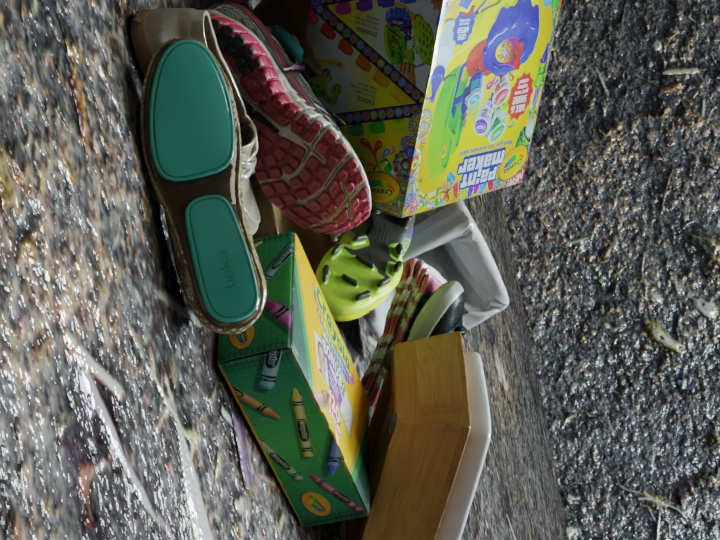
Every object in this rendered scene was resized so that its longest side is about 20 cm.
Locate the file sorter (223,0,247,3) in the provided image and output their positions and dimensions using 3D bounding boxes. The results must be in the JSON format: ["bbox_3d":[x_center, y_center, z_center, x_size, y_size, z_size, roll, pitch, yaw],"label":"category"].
[{"bbox_3d":[-0.079,-0.330,1.352,0.200,0.125,0.140,-87,160,-58],"label":"file sorter"}]

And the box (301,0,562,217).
[{"bbox_3d":[0.055,-0.165,1.310,0.200,0.121,0.194,-19,125,-54],"label":"box"}]

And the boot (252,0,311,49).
[{"bbox_3d":[0.007,-0.196,1.445,0.201,0.144,0.071,42,56,-23],"label":"boot"}]

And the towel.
[{"bbox_3d":[0.028,0.095,1.444,0.201,0.030,0.146,-66,162,-5],"label":"towel"}]

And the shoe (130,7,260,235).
[{"bbox_3d":[-0.104,-0.101,1.147,0.070,0.053,0.201,-90,163,-50],"label":"shoe"}]

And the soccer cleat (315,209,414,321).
[{"bbox_3d":[0.001,0.000,1.365,0.084,0.064,0.200,-63,179,32],"label":"soccer cleat"}]

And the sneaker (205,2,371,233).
[{"bbox_3d":[-0.054,-0.118,1.220,0.201,0.080,0.075,55,27,-13],"label":"sneaker"}]

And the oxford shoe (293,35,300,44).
[{"bbox_3d":[-0.054,-0.191,1.532,0.075,0.070,0.202,9,69,-49],"label":"oxford shoe"}]

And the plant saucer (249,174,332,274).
[{"bbox_3d":[-0.065,-0.048,1.333,0.200,0.035,0.202,-12,90,-79],"label":"plant saucer"}]

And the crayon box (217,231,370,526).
[{"bbox_3d":[-0.047,0.085,1.214,0.119,0.058,0.201,-91,164,-46],"label":"crayon box"}]

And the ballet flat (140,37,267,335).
[{"bbox_3d":[-0.110,-0.054,1.081,0.065,0.070,0.202,149,-67,-73],"label":"ballet flat"}]

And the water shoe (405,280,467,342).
[{"bbox_3d":[0.075,0.105,1.413,0.071,0.078,0.201,-35,144,-60],"label":"water shoe"}]

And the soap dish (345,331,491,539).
[{"bbox_3d":[0.042,0.167,1.316,0.158,0.081,0.201,-90,-165,-65],"label":"soap dish"}]

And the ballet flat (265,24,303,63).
[{"bbox_3d":[-0.042,-0.123,1.437,0.200,0.072,0.072,51,20,-19],"label":"ballet flat"}]

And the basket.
[{"bbox_3d":[0.047,-0.020,1.563,0.124,0.135,0.200,63,2,28],"label":"basket"}]
